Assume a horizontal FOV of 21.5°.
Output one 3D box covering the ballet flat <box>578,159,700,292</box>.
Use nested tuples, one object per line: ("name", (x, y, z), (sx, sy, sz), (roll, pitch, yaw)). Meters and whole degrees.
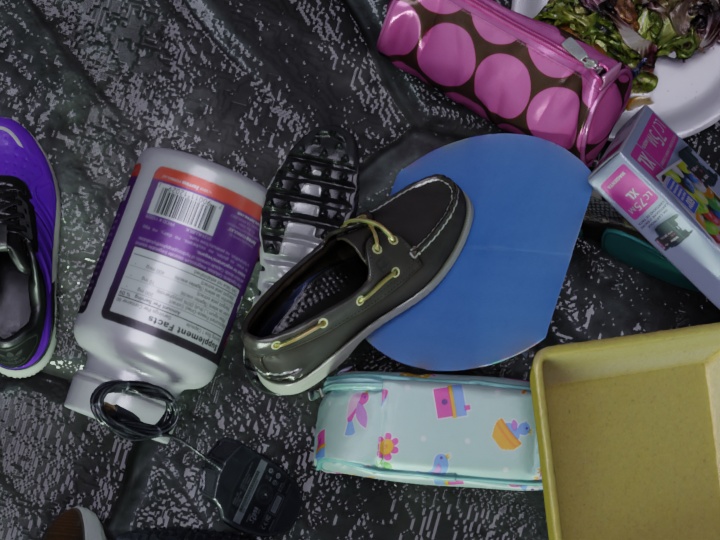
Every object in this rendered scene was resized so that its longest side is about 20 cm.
("ballet flat", (0.182, -0.046, 1.418), (0.199, 0.072, 0.072), (19, 82, 6))

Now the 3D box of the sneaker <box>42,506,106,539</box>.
("sneaker", (-0.198, 0.276, 1.394), (0.073, 0.085, 0.201), (-22, 58, 35))

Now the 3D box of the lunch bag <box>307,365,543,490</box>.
("lunch bag", (0.060, 0.113, 1.355), (0.199, 0.160, 0.077), (5, 85, -2))

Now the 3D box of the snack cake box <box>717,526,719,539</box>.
("snack cake box", (0.228, 0.151, 1.382), (0.114, 0.067, 0.201), (-2, 80, 2))

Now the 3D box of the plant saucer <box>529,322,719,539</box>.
("plant saucer", (0.194, 0.142, 1.284), (0.199, 0.048, 0.201), (-6, 89, -31))

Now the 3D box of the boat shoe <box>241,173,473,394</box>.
("boat shoe", (0.000, 0.000, 1.326), (0.201, 0.061, 0.072), (-45, 53, -14))

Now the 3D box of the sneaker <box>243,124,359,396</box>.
("sneaker", (-0.039, -0.010, 1.409), (0.066, 0.090, 0.201), (13, 96, 10))

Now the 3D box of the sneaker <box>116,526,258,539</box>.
("sneaker", (-0.087, 0.238, 1.386), (0.199, 0.070, 0.082), (9, 96, 12))

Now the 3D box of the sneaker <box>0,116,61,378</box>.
("sneaker", (-0.263, -0.025, 1.422), (0.069, 0.100, 0.201), (-8, 80, 0))

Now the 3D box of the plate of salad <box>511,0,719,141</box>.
("plate of salad", (0.215, -0.196, 1.454), (0.199, 0.048, 0.201), (-1, 79, 3))

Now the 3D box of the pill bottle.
("pill bottle", (-0.145, 0.020, 1.403), (0.111, 0.111, 0.201), (20, 82, 6))

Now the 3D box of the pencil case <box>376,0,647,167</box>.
("pencil case", (0.106, -0.160, 1.413), (0.199, 0.094, 0.091), (29, 69, 19))

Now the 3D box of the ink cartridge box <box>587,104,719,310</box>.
("ink cartridge box", (0.256, -0.025, 1.371), (0.200, 0.119, 0.042), (46, 117, -3))

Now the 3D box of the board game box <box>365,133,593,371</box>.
("board game box", (0.084, -0.006, 1.364), (0.157, 0.039, 0.201), (5, 59, 29))

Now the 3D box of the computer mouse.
("computer mouse", (-0.120, 0.135, 1.372), (0.200, 0.034, 0.059), (39, 69, -31))
